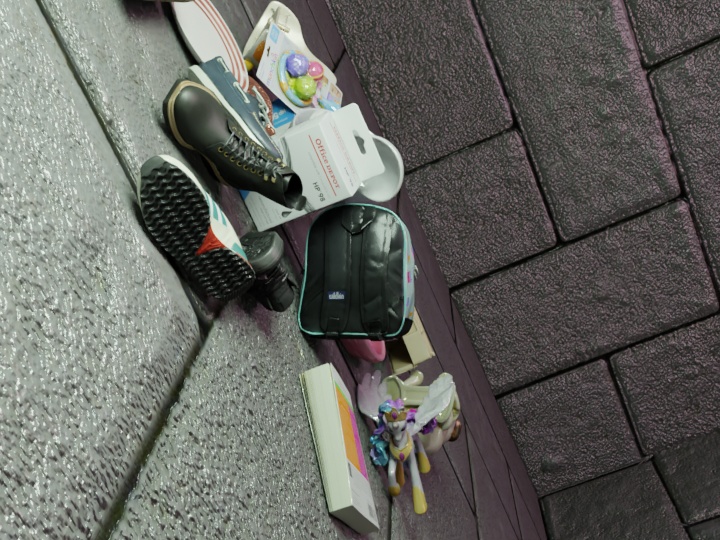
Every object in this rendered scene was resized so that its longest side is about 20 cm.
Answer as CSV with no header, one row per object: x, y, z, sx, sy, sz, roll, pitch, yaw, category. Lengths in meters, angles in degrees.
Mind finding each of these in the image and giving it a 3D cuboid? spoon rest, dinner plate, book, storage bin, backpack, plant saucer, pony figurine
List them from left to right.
-0.235,-0.354,1.423,0.201,0.024,0.201,56,18,-28,dinner plate
-0.023,0.247,1.291,0.134,0.048,0.202,57,16,-57,book
-0.013,-0.175,1.404,0.199,0.060,0.100,37,-50,30,spoon rest
-0.015,0.073,1.665,0.200,0.050,0.203,-23,90,-80,plant saucer
0.000,0.000,1.433,0.153,0.173,0.203,-9,99,-76,backpack
0.062,0.081,1.856,0.199,0.093,0.202,-98,165,-82,storage bin
0.074,0.263,1.539,0.194,0.164,0.202,-74,157,-62,pony figurine

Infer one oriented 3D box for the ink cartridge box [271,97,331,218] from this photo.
-0.107,-0.199,1.643,0.146,0.083,0.202,-48,116,-78,ink cartridge box

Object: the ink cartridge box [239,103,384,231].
-0.078,-0.148,1.351,0.117,0.198,0.067,65,21,-15,ink cartridge box

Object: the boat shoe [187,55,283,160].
-0.161,-0.218,1.287,0.200,0.062,0.075,48,-21,25,boat shoe

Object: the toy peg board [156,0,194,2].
-0.298,-0.443,1.202,0.200,0.097,0.202,-69,152,-74,toy peg board

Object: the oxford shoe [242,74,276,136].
-0.167,-0.215,1.479,0.074,0.070,0.202,113,-40,-63,oxford shoe

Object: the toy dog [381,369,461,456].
0.132,0.282,1.774,0.200,0.138,0.196,32,50,-73,toy dog

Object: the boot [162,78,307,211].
-0.148,-0.154,1.171,0.137,0.078,0.200,26,-10,28,boot

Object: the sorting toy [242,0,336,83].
-0.116,-0.370,1.688,0.179,0.107,0.201,32,24,-17,sorting toy

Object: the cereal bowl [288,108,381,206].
-0.039,-0.166,1.515,0.198,0.084,0.201,24,34,-17,cereal bowl

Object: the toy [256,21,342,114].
-0.084,-0.314,1.570,0.200,0.047,0.116,42,49,-44,toy

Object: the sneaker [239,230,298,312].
-0.111,0.006,1.175,0.105,0.060,0.200,56,-10,-16,sneaker

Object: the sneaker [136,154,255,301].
-0.188,-0.056,1.028,0.200,0.070,0.094,58,-3,-42,sneaker
